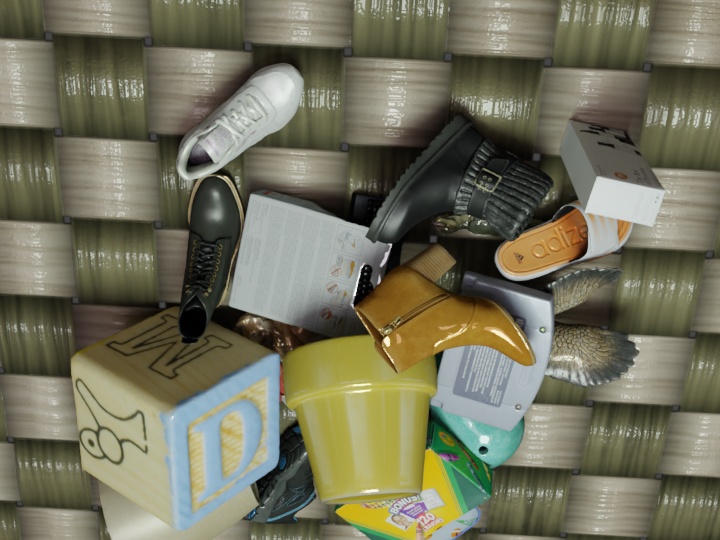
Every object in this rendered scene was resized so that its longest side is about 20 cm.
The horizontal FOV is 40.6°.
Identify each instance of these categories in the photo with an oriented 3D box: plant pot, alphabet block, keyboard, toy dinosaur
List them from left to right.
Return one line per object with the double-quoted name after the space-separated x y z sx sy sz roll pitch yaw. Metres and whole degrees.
-0.243 0.190 1.301 0.200 0.196 0.196 22 121 33 "alphabet block"
-0.258 0.332 1.436 0.200 0.187 0.188 -18 115 -3 "plant pot"
0.000 0.000 1.296 0.104 0.040 0.200 7 98 -2 "keyboard"
0.004 0.196 1.241 0.200 0.201 0.189 -6 72 5 "plant pot"
0.194 -0.077 1.281 0.200 0.047 0.088 7 120 -6 "toy dinosaur"

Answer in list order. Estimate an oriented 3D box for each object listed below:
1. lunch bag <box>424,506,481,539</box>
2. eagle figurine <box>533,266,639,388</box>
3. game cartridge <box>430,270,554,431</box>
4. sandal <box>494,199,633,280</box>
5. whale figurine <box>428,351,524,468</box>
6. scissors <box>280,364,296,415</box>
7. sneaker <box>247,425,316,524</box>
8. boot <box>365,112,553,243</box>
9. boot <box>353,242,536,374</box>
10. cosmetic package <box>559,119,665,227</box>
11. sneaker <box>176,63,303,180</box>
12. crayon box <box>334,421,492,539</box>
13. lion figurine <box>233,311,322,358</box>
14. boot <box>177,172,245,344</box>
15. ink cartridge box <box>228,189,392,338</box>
0.072 0.337 1.470 0.200 0.076 0.160 40 116 -15 "lunch bag"
0.249 0.065 1.290 0.152 0.200 0.151 28 74 -46 "eagle figurine"
0.175 0.107 1.253 0.133 0.041 0.200 18 116 11 "game cartridge"
0.269 -0.044 1.231 0.206 0.059 0.079 -25 78 -17 "sandal"
0.147 0.203 1.382 0.159 0.104 0.200 -37 111 19 "whale figurine"
-0.104 0.187 1.435 0.200 0.014 0.073 40 110 -15 "scissors"
-0.098 0.309 1.474 0.082 0.073 0.200 19 123 -23 "sneaker"
0.123 -0.078 1.199 0.158 0.079 0.211 41 81 5 "boot"
0.099 0.079 1.167 0.144 0.071 0.201 -43 87 -14 "boot"
0.297 -0.122 1.165 0.082 0.200 0.051 9 117 -3 "cosmetic package"
-0.150 -0.177 1.212 0.200 0.100 0.075 -38 107 17 "sneaker"
0.074 0.310 1.371 0.119 0.058 0.200 41 121 -15 "crayon box"
-0.068 0.075 1.358 0.200 0.072 0.123 -31 104 1 "lion figurine"
-0.199 -0.015 1.271 0.077 0.138 0.200 4 115 0 "boot"
-0.063 -0.005 1.282 0.200 0.050 0.162 16 106 9 "ink cartridge box"
